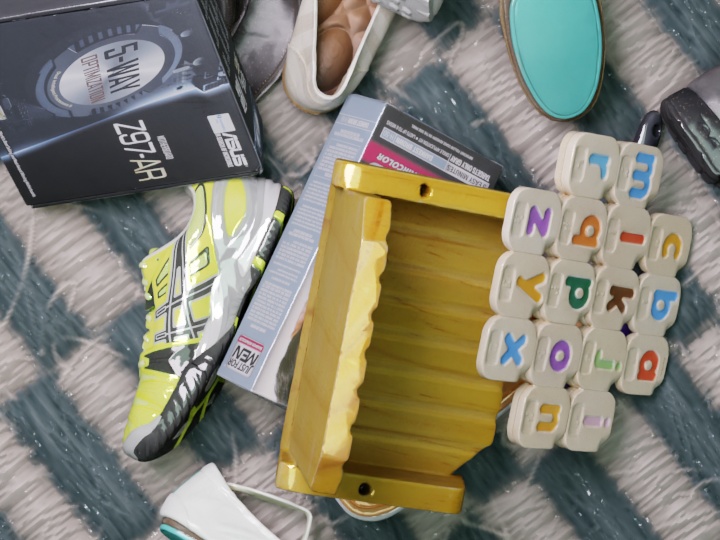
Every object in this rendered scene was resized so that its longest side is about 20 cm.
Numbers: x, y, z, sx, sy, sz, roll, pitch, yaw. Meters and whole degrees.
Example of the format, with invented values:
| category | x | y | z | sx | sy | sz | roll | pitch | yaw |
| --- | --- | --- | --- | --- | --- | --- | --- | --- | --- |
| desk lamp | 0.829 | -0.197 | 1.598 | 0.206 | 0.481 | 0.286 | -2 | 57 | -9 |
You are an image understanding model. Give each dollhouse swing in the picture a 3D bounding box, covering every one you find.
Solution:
| category | x | y | z | sx | sy | sz | roll | pitch | yaw |
| --- | --- | --- | --- | --- | --- | --- | --- | --- | --- |
| dollhouse swing | 0.041 | 0.046 | 1.528 | 0.181 | 0.176 | 0.201 | 10 | 93 | -23 |

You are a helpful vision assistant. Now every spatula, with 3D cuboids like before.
| category | x | y | z | sx | sy | sz | roll | pitch | yaw |
| --- | --- | --- | --- | --- | --- | --- | --- | --- | --- |
| spatula | 0.167 | -0.008 | 1.676 | 0.020 | 0.056 | 0.201 | 11 | 87 | 39 |

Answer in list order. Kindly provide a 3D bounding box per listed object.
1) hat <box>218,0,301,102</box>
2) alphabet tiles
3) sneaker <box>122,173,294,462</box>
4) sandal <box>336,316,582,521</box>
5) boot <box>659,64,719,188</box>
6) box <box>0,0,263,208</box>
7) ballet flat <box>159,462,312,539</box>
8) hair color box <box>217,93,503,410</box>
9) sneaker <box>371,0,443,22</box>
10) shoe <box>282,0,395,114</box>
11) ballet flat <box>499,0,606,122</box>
| category | x | y | z | sx | sy | sz | roll | pitch | yaw |
| --- | --- | --- | --- | --- | --- | --- | --- | --- | --- |
| hat | -0.133 | -0.180 | 1.636 | 0.200 | 0.081 | 0.202 | 0 | 94 | 0 |
| alphabet tiles | 0.142 | 0.015 | 1.623 | 0.015 | 0.195 | 0.201 | 13 | 95 | 41 |
| sneaker | -0.113 | 0.027 | 1.662 | 0.076 | 0.075 | 0.201 | 24 | 83 | 5 |
| sandal | 0.059 | 0.081 | 1.667 | 0.207 | 0.059 | 0.079 | -41 | 93 | 2 |
| boot | 0.299 | -0.067 | 1.660 | 0.131 | 0.070 | 0.200 | -34 | 98 | -4 |
| box | -0.156 | -0.119 | 1.574 | 0.159 | 0.200 | 0.044 | -8 | 58 | 7 |
| ballet flat | -0.037 | 0.193 | 1.677 | 0.200 | 0.069 | 0.070 | 34 | 93 | -2 |
| hair color box | 0.000 | 0.000 | 1.635 | 0.099 | 0.061 | 0.201 | 26 | 88 | -27 |
| sneaker | 0.020 | -0.241 | 1.569 | 0.076 | 0.200 | 0.081 | 16 | 53 | 35 |
| shoe | 0.004 | -0.196 | 1.648 | 0.070 | 0.053 | 0.201 | 19 | 88 | -4 |
| ballet flat | 0.108 | -0.196 | 1.638 | 0.068 | 0.072 | 0.201 | -21 | 109 | -1 |
